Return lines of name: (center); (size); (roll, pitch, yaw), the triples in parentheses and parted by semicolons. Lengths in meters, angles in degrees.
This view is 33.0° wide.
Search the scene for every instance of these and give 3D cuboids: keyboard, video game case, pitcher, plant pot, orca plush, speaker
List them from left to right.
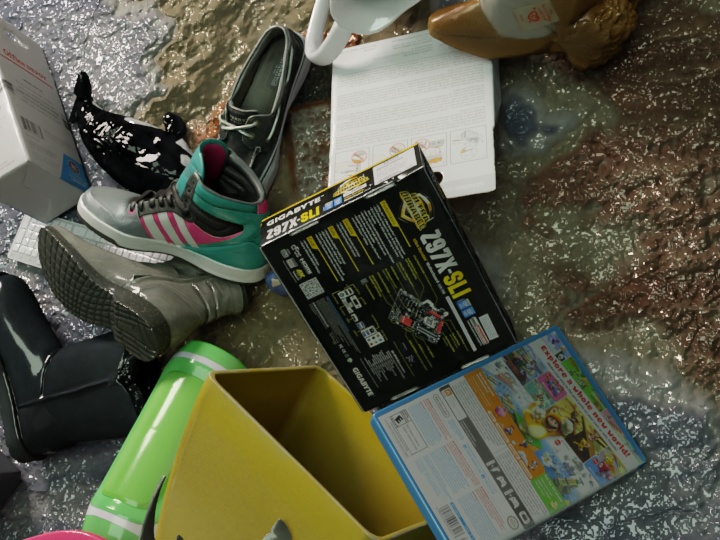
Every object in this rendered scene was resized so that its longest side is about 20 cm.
keyboard: (-0.279, -0.015, 1.266); (0.198, 0.011, 0.057); (15, 83, 21)
orca plush: (-0.241, -0.138, 1.248); (0.105, 0.071, 0.201); (-42, 68, 6)
speaker: (-0.176, 0.168, 1.120); (0.087, 0.089, 0.202); (16, 64, 22)
plant pot: (-0.060, 0.216, 1.047); (0.200, 0.199, 0.177); (41, 105, 22)
pitcher: (-0.007, -0.311, 1.176); (0.171, 0.120, 0.202); (-40, 42, 37)
video game case: (0.125, 0.144, 1.025); (0.198, 0.018, 0.144); (-23, 67, -23)

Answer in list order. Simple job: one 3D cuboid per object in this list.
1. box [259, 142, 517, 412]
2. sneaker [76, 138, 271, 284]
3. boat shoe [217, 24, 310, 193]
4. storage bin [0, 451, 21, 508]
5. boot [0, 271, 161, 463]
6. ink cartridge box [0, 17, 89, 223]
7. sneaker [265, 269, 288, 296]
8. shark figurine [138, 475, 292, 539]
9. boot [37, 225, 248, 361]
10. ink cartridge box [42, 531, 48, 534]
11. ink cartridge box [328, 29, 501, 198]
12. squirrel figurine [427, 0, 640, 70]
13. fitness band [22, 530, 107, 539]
box: (0.026, 0.012, 1.064); (0.158, 0.201, 0.050); (-26, 28, 11)
sneaker: (-0.171, -0.072, 1.158); (0.197, 0.084, 0.122); (17, 122, 3)
boat shoe: (-0.112, -0.151, 1.205); (0.071, 0.071, 0.203); (17, 87, 21)
storage bin: (-0.435, 0.201, 1.179); (0.134, 0.200, 0.146); (36, 90, 13)
boot: (-0.283, 0.079, 1.209); (0.166, 0.076, 0.203); (-18, 78, 18)
ink cartridge box: (-0.364, -0.162, 1.272); (0.066, 0.116, 0.202); (-29, 67, 13)
sneaker: (0.000, 0.000, 1.130); (0.198, 0.075, 0.089); (-20, 112, 34)
shark figurine: (-0.090, 0.219, 0.904); (0.090, 0.214, 0.128); (-59, 24, -15)
boot: (-0.213, 0.007, 1.189); (0.199, 0.130, 0.068); (35, 131, 26)
ink cartridge box: (-0.233, 0.339, 1.094); (0.197, 0.085, 0.145); (12, 44, 20)
ink cartridge box: (0.050, -0.133, 1.130); (0.160, 0.057, 0.203); (-9, 61, 16)
squirrel figurine: (0.176, -0.289, 1.116); (0.198, 0.142, 0.189); (20, 52, -15)
fitness band: (-0.275, 0.300, 1.026); (0.197, 0.037, 0.145); (-18, 65, 10)
